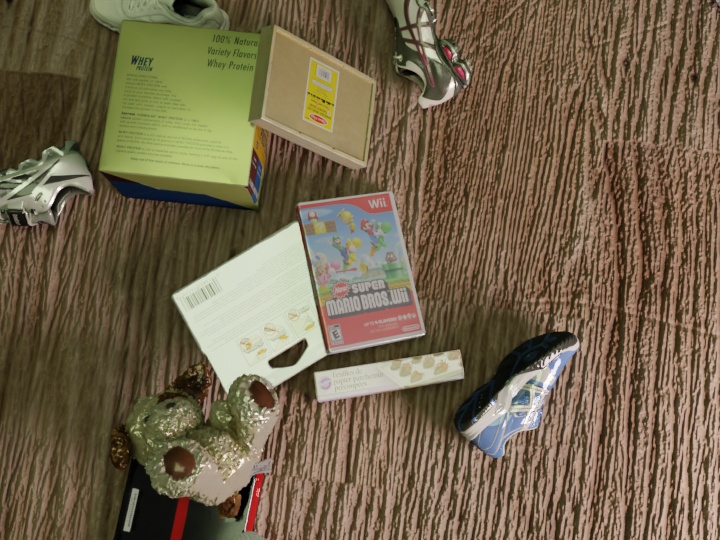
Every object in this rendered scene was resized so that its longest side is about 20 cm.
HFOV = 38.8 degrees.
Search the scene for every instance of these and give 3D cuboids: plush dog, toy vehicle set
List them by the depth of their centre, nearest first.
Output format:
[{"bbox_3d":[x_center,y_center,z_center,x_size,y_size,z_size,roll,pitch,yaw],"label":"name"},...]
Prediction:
[{"bbox_3d":[-0.215,0.212,1.274,0.170,0.162,0.199,30,47,26],"label":"plush dog"},{"bbox_3d":[-0.059,-0.225,1.347,0.026,0.198,0.127,-3,74,43],"label":"toy vehicle set"}]

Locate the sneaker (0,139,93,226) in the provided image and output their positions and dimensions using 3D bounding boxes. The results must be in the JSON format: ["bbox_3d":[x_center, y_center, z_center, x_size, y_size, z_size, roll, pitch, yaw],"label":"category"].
[{"bbox_3d":[-0.451,-0.091,1.368,0.198,0.074,0.090,-29,79,-5],"label":"sneaker"}]

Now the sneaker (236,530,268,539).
[{"bbox_3d":[-0.075,0.406,1.270,0.200,0.113,0.076,42,98,29],"label":"sneaker"}]

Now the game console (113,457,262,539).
[{"bbox_3d":[-0.225,0.323,1.319,0.173,0.031,0.204,10,79,7],"label":"game console"}]

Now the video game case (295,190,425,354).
[{"bbox_3d":[0.000,0.000,1.356,0.140,0.017,0.204,-9,78,-22],"label":"video game case"}]

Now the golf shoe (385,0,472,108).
[{"bbox_3d":[0.072,-0.322,1.412,0.087,0.077,0.202,-33,81,2],"label":"golf shoe"}]

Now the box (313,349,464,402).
[{"bbox_3d":[0.037,0.139,1.344,0.196,0.041,0.039,-9,79,-2],"label":"box"}]

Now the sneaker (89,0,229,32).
[{"bbox_3d":[-0.282,-0.366,1.417,0.196,0.081,0.077,8,81,3],"label":"sneaker"}]

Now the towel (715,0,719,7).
[{"bbox_3d":[0.558,-0.446,1.428,0.164,0.086,0.202,-30,81,-4],"label":"towel"}]

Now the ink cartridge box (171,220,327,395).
[{"bbox_3d":[-0.124,0.059,1.358,0.198,0.044,0.176,-30,88,-6],"label":"ink cartridge box"}]

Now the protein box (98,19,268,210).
[{"bbox_3d":[-0.223,-0.202,1.357,0.194,0.135,0.204,6,80,2],"label":"protein box"}]

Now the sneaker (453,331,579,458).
[{"bbox_3d":[0.212,0.158,1.333,0.199,0.076,0.077,-41,104,-7],"label":"sneaker"}]
